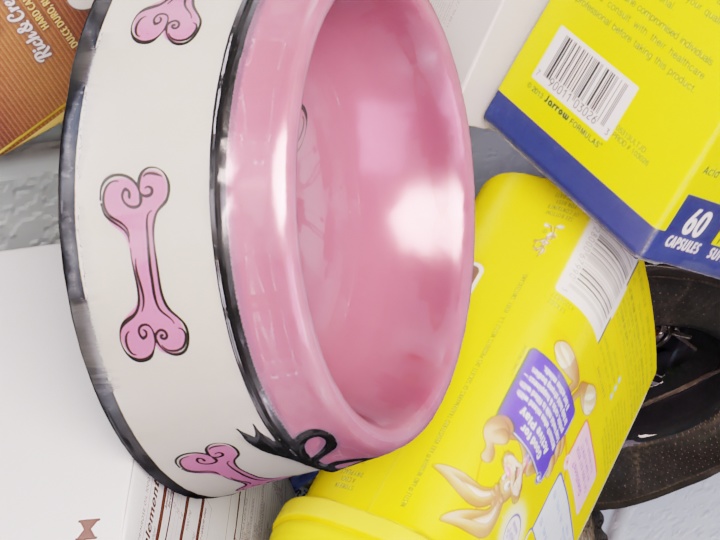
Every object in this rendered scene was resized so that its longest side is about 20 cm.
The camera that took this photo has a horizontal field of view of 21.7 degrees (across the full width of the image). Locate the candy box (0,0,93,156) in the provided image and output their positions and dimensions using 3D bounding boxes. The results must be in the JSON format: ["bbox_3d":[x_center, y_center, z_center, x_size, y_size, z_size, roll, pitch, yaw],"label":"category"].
[{"bbox_3d":[-0.079,-0.139,0.684,0.199,0.057,0.117,-30,138,-12],"label":"candy box"}]

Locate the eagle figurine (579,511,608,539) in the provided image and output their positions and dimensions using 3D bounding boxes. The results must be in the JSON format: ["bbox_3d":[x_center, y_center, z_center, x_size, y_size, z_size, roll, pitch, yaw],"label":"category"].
[{"bbox_3d":[0.098,0.192,1.018,0.198,0.151,0.154,-8,93,-25],"label":"eagle figurine"}]

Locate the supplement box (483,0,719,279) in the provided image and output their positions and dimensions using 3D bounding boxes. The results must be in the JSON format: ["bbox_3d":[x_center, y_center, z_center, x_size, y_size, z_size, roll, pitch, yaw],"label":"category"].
[{"bbox_3d":[0.159,-0.106,0.731,0.108,0.110,0.201,12,115,-44],"label":"supplement box"}]

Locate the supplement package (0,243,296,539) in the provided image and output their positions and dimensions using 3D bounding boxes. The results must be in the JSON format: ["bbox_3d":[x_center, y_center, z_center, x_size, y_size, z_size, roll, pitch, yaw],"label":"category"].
[{"bbox_3d":[-0.136,0.112,0.723,0.189,0.148,0.201,-6,138,13],"label":"supplement package"}]

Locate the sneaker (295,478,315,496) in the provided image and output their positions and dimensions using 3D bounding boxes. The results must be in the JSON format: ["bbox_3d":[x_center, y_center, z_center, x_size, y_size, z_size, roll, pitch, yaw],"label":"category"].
[{"bbox_3d":[0.035,0.118,0.914,0.198,0.089,0.077,-20,142,11],"label":"sneaker"}]

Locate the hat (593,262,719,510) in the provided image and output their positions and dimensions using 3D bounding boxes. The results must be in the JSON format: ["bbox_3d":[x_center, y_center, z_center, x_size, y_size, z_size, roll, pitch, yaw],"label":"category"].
[{"bbox_3d":[0.136,0.037,0.961,0.198,0.082,0.202,-4,140,-3],"label":"hat"}]

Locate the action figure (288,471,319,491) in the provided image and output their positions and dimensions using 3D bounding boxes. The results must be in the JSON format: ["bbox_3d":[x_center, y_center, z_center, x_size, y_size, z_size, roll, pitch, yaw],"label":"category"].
[{"bbox_3d":[0.000,0.000,0.847,0.199,0.104,0.195,-35,147,-29],"label":"action figure"}]

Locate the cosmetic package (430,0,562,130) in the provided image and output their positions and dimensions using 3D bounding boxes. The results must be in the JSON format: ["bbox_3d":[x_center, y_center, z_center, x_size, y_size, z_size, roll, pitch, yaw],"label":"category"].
[{"bbox_3d":[0.070,-0.164,0.758,0.050,0.083,0.201,3,122,-41],"label":"cosmetic package"}]

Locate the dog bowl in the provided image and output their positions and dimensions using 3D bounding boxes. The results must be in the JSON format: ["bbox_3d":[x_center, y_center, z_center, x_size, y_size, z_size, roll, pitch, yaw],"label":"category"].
[{"bbox_3d":[-0.020,-0.022,0.644,0.200,0.073,0.203,-1,90,-66],"label":"dog bowl"}]

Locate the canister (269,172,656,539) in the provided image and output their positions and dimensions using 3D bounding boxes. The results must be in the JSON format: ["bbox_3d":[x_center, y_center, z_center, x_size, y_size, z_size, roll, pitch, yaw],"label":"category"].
[{"bbox_3d":[0.048,0.079,0.767,0.201,0.086,0.149,-59,150,-30],"label":"canister"}]
